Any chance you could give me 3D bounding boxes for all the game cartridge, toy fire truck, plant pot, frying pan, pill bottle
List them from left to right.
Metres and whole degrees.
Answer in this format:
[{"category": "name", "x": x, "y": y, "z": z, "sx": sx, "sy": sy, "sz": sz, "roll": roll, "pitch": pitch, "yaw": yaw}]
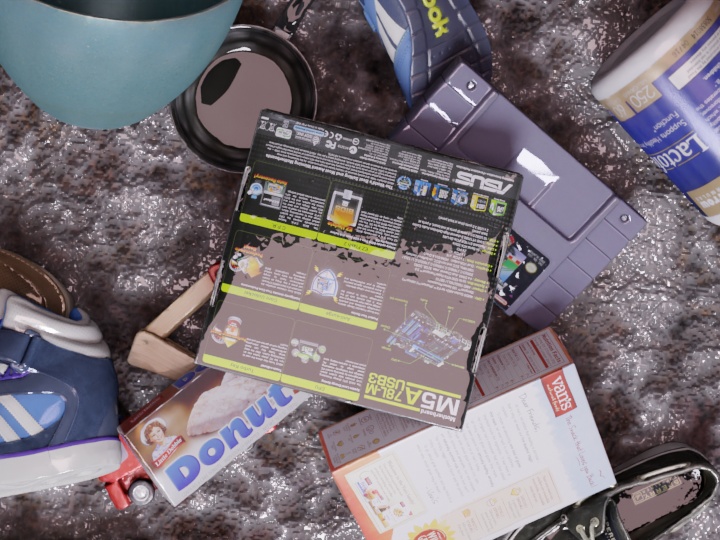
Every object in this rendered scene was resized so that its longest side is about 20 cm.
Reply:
[{"category": "plant pot", "x": -0.189, "y": -0.183, "z": 0.962, "sx": 0.200, "sy": 0.200, "sz": 0.135, "roll": 15, "pitch": 132, "yaw": -4}, {"category": "toy fire truck", "x": -0.136, "y": 0.084, "z": 1.045, "sx": 0.200, "sy": 0.049, "sz": 0.141, "roll": -27, "pitch": 96, "yaw": 1}, {"category": "frying pan", "x": -0.085, "y": -0.170, "z": 1.031, "sx": 0.115, "sy": 0.031, "sz": 0.190, "roll": 9, "pitch": 92, "yaw": -3}, {"category": "game cartridge", "x": 0.107, "y": -0.053, "z": 1.022, "sx": 0.200, "sy": 0.038, "sz": 0.130, "roll": 38, "pitch": 100, "yaw": -17}, {"category": "pill bottle", "x": 0.281, "y": -0.107, "z": 1.010, "sx": 0.116, "sy": 0.116, "sz": 0.200, "roll": -44, "pitch": 95, "yaw": 2}]

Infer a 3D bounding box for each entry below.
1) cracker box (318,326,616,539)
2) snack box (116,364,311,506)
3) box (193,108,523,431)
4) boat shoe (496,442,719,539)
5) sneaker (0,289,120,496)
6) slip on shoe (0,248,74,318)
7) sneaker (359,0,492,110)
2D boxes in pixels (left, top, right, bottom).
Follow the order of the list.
[{"category": "cracker box", "x": 0.085, "y": 0.145, "z": 1.032, "sx": 0.200, "sy": 0.058, "sz": 0.134, "roll": -24, "pitch": 123, "yaw": 0}, {"category": "snack box", "x": -0.083, "y": 0.086, "z": 1.001, "sx": 0.200, "sy": 0.024, "sz": 0.072, "roll": -38, "pitch": 114, "yaw": -18}, {"category": "box", "x": 0.000, "y": 0.000, "z": 0.960, "sx": 0.200, "sy": 0.048, "sz": 0.193, "roll": 14, "pitch": 87, "yaw": 0}, {"category": "boat shoe", "x": 0.194, "y": 0.202, "z": 1.063, "sx": 0.200, "sy": 0.064, "sz": 0.071, "roll": -32, "pitch": 96, "yaw": 1}, {"category": "sneaker", "x": -0.279, "y": 0.090, "z": 0.972, "sx": 0.200, "sy": 0.081, "sz": 0.147, "roll": -6, "pitch": 73, "yaw": -23}, {"category": "slip on shoe", "x": -0.321, "y": 0.004, "z": 1.022, "sx": 0.200, "sy": 0.061, "sz": 0.076, "roll": 28, "pitch": 94, "yaw": -5}, {"category": "sneaker", "x": 0.043, "y": -0.197, "z": 1.018, "sx": 0.074, "sy": 0.082, "sz": 0.200, "roll": -25, "pitch": 116, "yaw": -14}]
